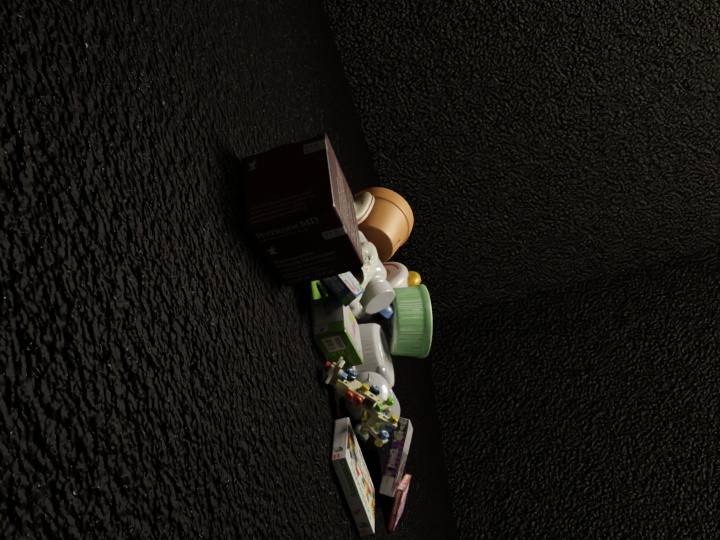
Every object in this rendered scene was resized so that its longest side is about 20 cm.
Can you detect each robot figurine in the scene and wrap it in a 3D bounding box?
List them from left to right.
[{"bbox_3d":[0.027,0.309,1.552,0.201,0.111,0.172,63,41,-54],"label":"robot figurine"}]

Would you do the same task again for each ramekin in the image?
[{"bbox_3d":[0.024,0.230,1.728,0.202,0.093,0.206,-15,90,-82],"label":"ramekin"},{"bbox_3d":[0.125,0.139,1.817,0.200,0.096,0.204,179,-90,-81],"label":"ramekin"}]

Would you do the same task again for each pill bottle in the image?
[{"bbox_3d":[0.002,0.005,1.699,0.201,0.113,0.115,58,-1,28],"label":"pill bottle"}]

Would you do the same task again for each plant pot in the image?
[{"bbox_3d":[0.042,-0.114,1.894,0.141,0.197,0.202,-69,147,-48],"label":"plant pot"}]

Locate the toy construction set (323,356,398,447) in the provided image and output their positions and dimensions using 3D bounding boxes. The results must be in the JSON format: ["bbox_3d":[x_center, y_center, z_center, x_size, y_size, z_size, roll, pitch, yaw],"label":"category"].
[{"bbox_3d":[-0.007,0.266,1.393,0.200,0.092,0.131,47,18,-2],"label":"toy construction set"}]

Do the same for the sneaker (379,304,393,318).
[{"bbox_3d":[0.036,0.034,1.773,0.201,0.078,0.070,52,14,26],"label":"sneaker"}]

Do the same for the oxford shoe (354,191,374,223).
[{"bbox_3d":[-0.040,-0.148,1.695,0.200,0.070,0.074,-45,127,-28],"label":"oxford shoe"}]

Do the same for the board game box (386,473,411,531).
[{"bbox_3d":[0.103,0.602,1.740,0.200,0.019,0.105,32,71,-78],"label":"board game box"}]

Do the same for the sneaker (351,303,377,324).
[{"bbox_3d":[-0.013,0.093,1.762,0.200,0.079,0.078,47,31,-70],"label":"sneaker"}]

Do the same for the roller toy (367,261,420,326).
[{"bbox_3d":[0.068,0.063,1.975,0.182,0.198,0.141,-36,119,-33],"label":"roller toy"}]

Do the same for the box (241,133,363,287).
[{"bbox_3d":[-0.102,-0.102,1.206,0.201,0.163,0.166,62,17,-56],"label":"box"}]

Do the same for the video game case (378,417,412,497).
[{"bbox_3d":[0.091,0.469,1.660,0.200,0.035,0.184,70,35,-71],"label":"video game case"}]

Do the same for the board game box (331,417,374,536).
[{"bbox_3d":[-0.013,0.422,1.368,0.127,0.034,0.203,-86,160,-65],"label":"board game box"}]

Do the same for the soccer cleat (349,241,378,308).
[{"bbox_3d":[0.000,0.000,1.582,0.078,0.068,0.202,104,6,-52],"label":"soccer cleat"}]

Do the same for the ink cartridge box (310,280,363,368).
[{"bbox_3d":[-0.055,0.096,1.486,0.149,0.075,0.202,65,15,-51],"label":"ink cartridge box"}]

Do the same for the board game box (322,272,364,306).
[{"bbox_3d":[-0.074,-0.017,1.411,0.201,0.034,0.135,50,9,1],"label":"board game box"}]
